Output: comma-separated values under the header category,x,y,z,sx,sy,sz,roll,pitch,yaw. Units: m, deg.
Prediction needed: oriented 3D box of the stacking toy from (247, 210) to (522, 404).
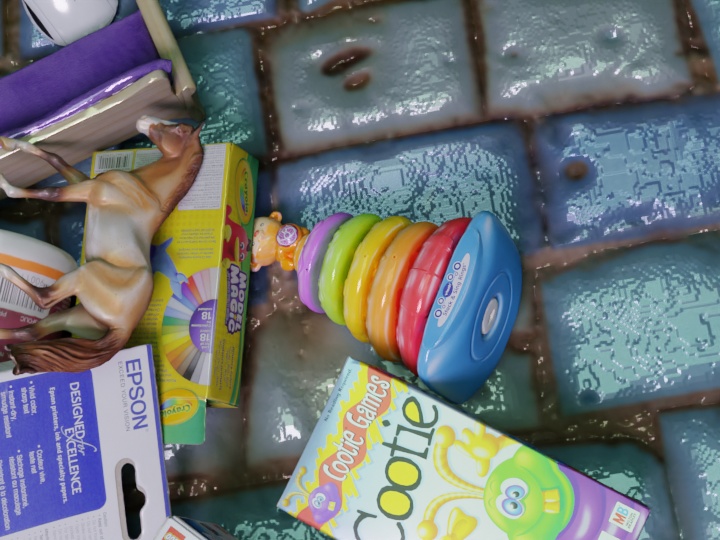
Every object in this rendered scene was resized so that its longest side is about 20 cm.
category,x,y,z,sx,sy,sz,roll,pitch,yaw
stacking toy,0.000,0.000,0.828,0.198,0.110,0.117,19,81,26

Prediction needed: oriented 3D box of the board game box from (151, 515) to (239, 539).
category,x,y,z,sx,sy,sz,roll,pitch,yaw
board game box,-0.033,0.222,0.754,0.199,0.126,0.035,34,82,13

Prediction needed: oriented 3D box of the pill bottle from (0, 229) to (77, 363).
category,x,y,z,sx,sy,sz,roll,pitch,yaw
pill bottle,-0.264,0.077,0.821,0.113,0.114,0.202,10,79,9

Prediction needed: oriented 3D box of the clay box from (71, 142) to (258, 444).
category,x,y,z,sx,sy,sz,roll,pitch,yaw
clay box,-0.135,0.018,0.843,0.114,0.048,0.203,-1,78,23

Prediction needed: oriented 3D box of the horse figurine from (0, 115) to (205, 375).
category,x,y,z,sx,sy,sz,roll,pitch,yaw
horse figurine,-0.173,-0.015,0.780,0.131,0.050,0.202,10,60,-15

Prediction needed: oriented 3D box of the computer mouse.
category,x,y,z,sx,sy,sz,roll,pitch,yaw
computer mouse,-0.252,-0.260,0.936,0.109,0.044,0.201,-35,75,-3

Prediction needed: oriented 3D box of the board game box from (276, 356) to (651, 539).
category,x,y,z,sx,sy,sz,roll,pitch,yaw
board game box,0.065,0.146,0.768,0.198,0.103,0.106,25,86,12

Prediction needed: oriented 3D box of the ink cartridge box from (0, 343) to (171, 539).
category,x,y,z,sx,sy,sz,roll,pitch,yaw
ink cartridge box,-0.217,0.157,0.763,0.198,0.047,0.200,-11,101,-33

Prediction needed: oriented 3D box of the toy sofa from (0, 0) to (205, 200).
category,x,y,z,sx,sy,sz,roll,pitch,yaw
toy sofa,-0.217,-0.117,0.871,0.198,0.098,0.083,-25,76,1
